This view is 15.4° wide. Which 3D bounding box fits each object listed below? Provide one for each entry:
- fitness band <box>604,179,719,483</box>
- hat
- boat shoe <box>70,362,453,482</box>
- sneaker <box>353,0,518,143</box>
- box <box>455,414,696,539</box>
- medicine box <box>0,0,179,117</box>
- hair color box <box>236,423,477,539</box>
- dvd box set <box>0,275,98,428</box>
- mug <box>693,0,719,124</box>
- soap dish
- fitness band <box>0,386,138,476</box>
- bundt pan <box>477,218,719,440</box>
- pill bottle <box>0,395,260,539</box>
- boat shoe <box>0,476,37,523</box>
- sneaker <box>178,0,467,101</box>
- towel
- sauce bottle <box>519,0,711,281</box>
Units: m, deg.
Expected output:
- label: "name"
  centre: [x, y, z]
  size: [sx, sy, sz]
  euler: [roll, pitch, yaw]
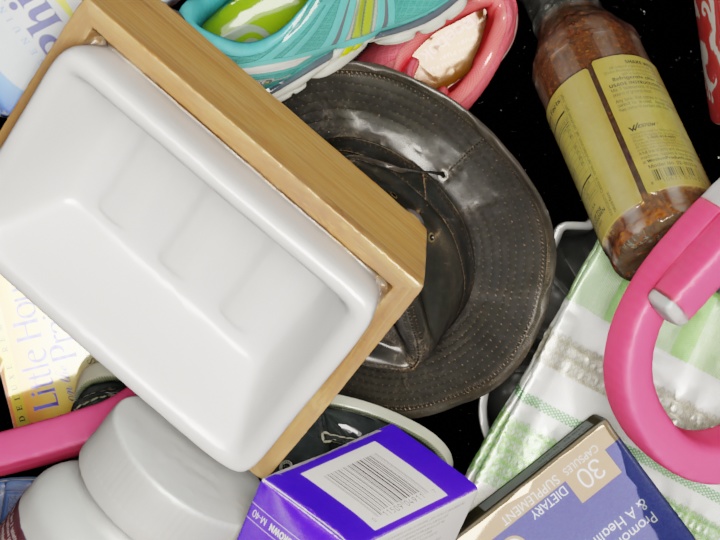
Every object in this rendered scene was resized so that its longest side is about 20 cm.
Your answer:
- label: "fitness band"
  centre: [0.207, 0.015, 1.310]
  size: [0.200, 0.037, 0.144]
  euler: [-45, 128, -6]
- label: "hat"
  centre: [0.000, 0.000, 1.318]
  size: [0.200, 0.081, 0.201]
  euler: [2, 113, 5]
- label: "boat shoe"
  centre: [-0.054, 0.100, 1.362]
  size: [0.199, 0.066, 0.075]
  euler: [15, 136, -3]
- label: "sneaker"
  centre: [0.006, -0.081, 1.362]
  size: [0.074, 0.087, 0.200]
  euler: [42, 88, -8]
- label: "box"
  centre: [0.134, 0.188, 1.347]
  size: [0.121, 0.032, 0.200]
  euler: [-38, 98, -6]
- label: "medicine box"
  centre: [-0.126, -0.172, 1.323]
  size: [0.200, 0.182, 0.103]
  euler: [-37, 96, -3]
- label: "hair color box"
  centre: [-0.028, 0.181, 1.299]
  size: [0.065, 0.109, 0.200]
  euler: [34, 119, 25]
- label: "dvd box set"
  centre: [-0.104, -0.008, 1.411]
  size: [0.200, 0.029, 0.147]
  euler: [-15, 95, -6]
- label: "mug"
  centre: [0.250, -0.183, 1.394]
  size: [0.177, 0.133, 0.200]
  euler: [-6, 97, -4]
- label: "soap dish"
  centre: [-0.076, -0.019, 1.236]
  size: [0.200, 0.081, 0.157]
  euler: [41, 131, 3]
- label: "fitness band"
  centre: [-0.169, 0.027, 1.342]
  size: [0.200, 0.037, 0.144]
  euler: [-17, 76, 14]
- label: "bundt pan"
  centre: [0.156, 0.056, 1.421]
  size: [0.202, 0.076, 0.202]
  euler: [0, 94, -5]
- label: "pill bottle"
  centre: [-0.139, 0.164, 1.300]
  size: [0.110, 0.110, 0.200]
  euler: [37, 109, -7]
- label: "boat shoe"
  centre: [-0.114, 0.149, 1.397]
  size: [0.200, 0.072, 0.072]
  euler: [13, 98, -3]
- label: "sneaker"
  centre: [-0.006, -0.144, 1.282]
  size: [0.200, 0.080, 0.078]
  euler: [-36, 72, -11]
- label: "towel"
  centre: [0.138, 0.099, 1.374]
  size: [0.149, 0.031, 0.200]
  euler: [29, 88, -9]
- label: "sauce bottle"
  centre: [0.128, -0.086, 1.371]
  size: [0.066, 0.066, 0.200]
  euler: [-14, 57, -5]
